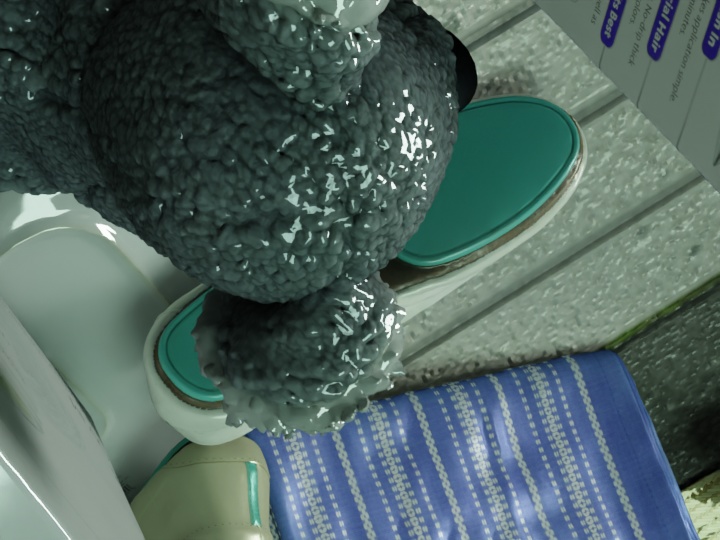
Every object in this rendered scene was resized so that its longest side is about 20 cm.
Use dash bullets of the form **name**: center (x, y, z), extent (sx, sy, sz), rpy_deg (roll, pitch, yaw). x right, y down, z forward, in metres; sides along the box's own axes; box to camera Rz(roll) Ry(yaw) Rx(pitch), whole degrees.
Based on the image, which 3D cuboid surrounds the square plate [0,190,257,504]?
- **square plate**: center (-0.131, 0.052, 0.834), extent (0.200, 0.028, 0.198), rpy_deg (-37, 135, 2)

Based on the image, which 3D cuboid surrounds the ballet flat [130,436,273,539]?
- **ballet flat**: center (-0.091, 0.145, 0.877), extent (0.069, 0.070, 0.200), rpy_deg (6, 135, -34)

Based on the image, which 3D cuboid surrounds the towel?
- **towel**: center (0.058, 0.112, 0.908), extent (0.199, 0.146, 0.024), rpy_deg (-10, 162, -34)

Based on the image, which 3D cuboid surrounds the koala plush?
- **koala plush**: center (-0.041, -0.056, 0.655), extent (0.183, 0.200, 0.178), rpy_deg (-11, 125, -21)

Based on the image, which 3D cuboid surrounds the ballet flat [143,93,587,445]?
- **ballet flat**: center (0.000, 0.000, 0.840), extent (0.200, 0.069, 0.070), rpy_deg (-35, 137, -20)

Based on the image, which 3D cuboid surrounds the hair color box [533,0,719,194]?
- **hair color box**: center (0.111, -0.117, 0.713), extent (0.064, 0.200, 0.110), rpy_deg (-3, 127, -28)

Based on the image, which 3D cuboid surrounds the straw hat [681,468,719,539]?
- **straw hat**: center (0.213, 0.181, 1.103), extent (0.200, 0.085, 0.202), rpy_deg (-17, 133, -19)

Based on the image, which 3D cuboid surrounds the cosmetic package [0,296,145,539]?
- **cosmetic package**: center (-0.158, 0.059, 0.673), extent (0.123, 0.200, 0.200), rpy_deg (-33, 123, -1)
